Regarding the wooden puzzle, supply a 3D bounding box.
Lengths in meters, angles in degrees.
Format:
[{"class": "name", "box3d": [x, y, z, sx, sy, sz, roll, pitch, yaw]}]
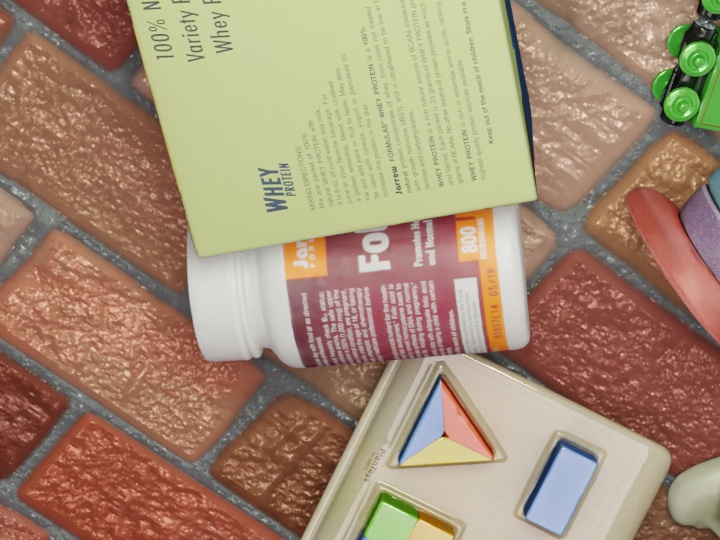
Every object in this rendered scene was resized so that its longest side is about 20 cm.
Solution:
[{"class": "wooden puzzle", "box3d": [0.080, 0.160, 1.370, 0.200, 0.046, 0.185, 26, 95, -5]}]

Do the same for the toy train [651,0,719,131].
[{"class": "toy train", "box3d": [0.225, -0.172, 1.239, 0.056, 0.042, 0.200, 10, 117, -14]}]

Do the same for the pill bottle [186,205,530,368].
[{"class": "pill bottle", "box3d": [0.000, 0.000, 1.295, 0.200, 0.114, 0.114, -5, 117, 5]}]

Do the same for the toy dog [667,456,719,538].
[{"class": "toy dog", "box3d": [0.300, 0.207, 1.336, 0.194, 0.200, 0.140, -26, 113, 15]}]

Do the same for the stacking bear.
[{"class": "stacking bear", "box3d": [0.278, -0.046, 1.265, 0.200, 0.114, 0.121, -37, 110, 14]}]

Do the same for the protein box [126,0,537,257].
[{"class": "protein box", "box3d": [-0.015, -0.138, 1.213, 0.200, 0.135, 0.199, -10, 117, 7]}]
